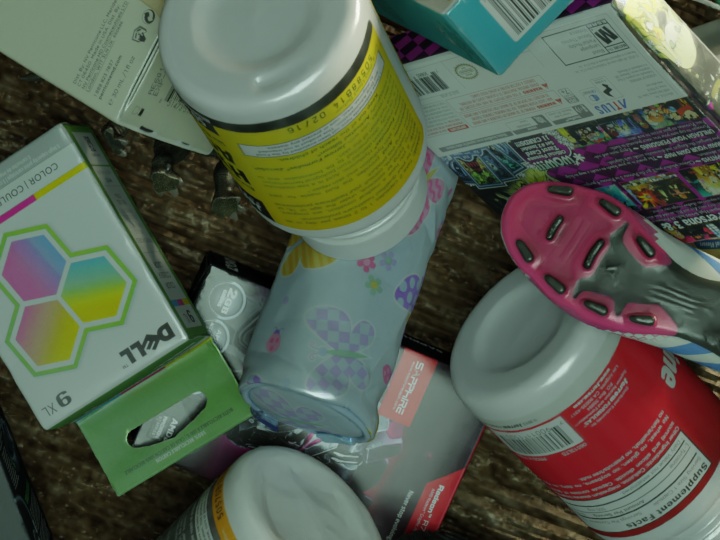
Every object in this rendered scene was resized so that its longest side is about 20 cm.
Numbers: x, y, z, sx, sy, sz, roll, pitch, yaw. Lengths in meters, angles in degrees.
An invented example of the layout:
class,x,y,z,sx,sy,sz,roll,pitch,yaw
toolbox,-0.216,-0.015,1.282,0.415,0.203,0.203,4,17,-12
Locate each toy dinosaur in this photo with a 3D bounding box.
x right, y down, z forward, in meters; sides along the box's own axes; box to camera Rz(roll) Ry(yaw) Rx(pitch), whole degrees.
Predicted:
class,x,y,z,sx,sy,sz,roll,pitch,yaw
toy dinosaur,-0.096,-0.092,1.480,0.198,0.103,0.077,5,130,8

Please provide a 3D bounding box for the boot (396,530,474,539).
class,x,y,z,sx,sy,sz,roll,pitch,yaw
boot,0.073,0.256,1.533,0.210,0.079,0.159,23,99,-36

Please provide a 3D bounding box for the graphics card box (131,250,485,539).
class,x,y,z,sx,sy,sz,roll,pitch,yaw
graphics card box,-0.027,0.084,1.534,0.199,0.051,0.126,24,99,-9

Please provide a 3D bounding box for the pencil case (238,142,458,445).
class,x,y,z,sx,sy,sz,roll,pitch,yaw
pencil case,0.000,0.000,1.467,0.090,0.083,0.201,30,70,-34

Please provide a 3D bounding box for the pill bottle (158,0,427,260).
class,x,y,z,sx,sy,sz,roll,pitch,yaw
pill bottle,-0.026,-0.085,1.347,0.110,0.200,0.112,-7,62,14

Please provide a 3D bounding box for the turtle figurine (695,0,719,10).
class,x,y,z,sx,sy,sz,roll,pitch,yaw
turtle figurine,0.187,-0.209,1.465,0.149,0.101,0.200,-40,84,-9

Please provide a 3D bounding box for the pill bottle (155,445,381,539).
class,x,y,z,sx,sy,sz,roll,pitch,yaw
pill bottle,-0.086,0.204,1.495,0.116,0.117,0.200,40,119,-11

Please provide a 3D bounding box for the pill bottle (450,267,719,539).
class,x,y,z,sx,sy,sz,roll,pitch,yaw
pill bottle,0.152,0.091,1.504,0.112,0.112,0.200,-43,121,4

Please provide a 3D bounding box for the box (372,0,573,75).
class,x,y,z,sx,sy,sz,roll,pitch,yaw
box,0.050,-0.169,1.369,0.082,0.200,0.049,-46,115,-2

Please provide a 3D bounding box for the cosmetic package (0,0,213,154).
class,x,y,z,sx,sy,sz,roll,pitch,yaw
cosmetic package,-0.164,-0.145,1.398,0.199,0.103,0.073,32,97,26

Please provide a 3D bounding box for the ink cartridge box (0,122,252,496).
class,x,y,z,sx,sy,sz,roll,pitch,yaw
ink cartridge box,-0.159,0.025,1.473,0.103,0.059,0.201,-31,87,10

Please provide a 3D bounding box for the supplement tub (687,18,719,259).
class,x,y,z,sx,sy,sz,roll,pitch,yaw
supplement tub,0.250,-0.046,1.485,0.144,0.145,0.201,-18,102,-1

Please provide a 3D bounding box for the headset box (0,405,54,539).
class,x,y,z,sx,sy,sz,roll,pitch,yaw
headset box,-0.295,0.112,1.493,0.173,0.093,0.201,-19,102,-2

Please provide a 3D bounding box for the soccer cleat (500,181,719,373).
class,x,y,z,sx,sy,sz,roll,pitch,yaw
soccer cleat,0.168,0.015,1.411,0.199,0.086,0.070,26,84,8

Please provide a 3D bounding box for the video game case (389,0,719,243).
class,x,y,z,sx,sy,sz,roll,pitch,yaw
video game case,0.126,-0.079,1.392,0.181,0.199,0.036,42,58,-27
